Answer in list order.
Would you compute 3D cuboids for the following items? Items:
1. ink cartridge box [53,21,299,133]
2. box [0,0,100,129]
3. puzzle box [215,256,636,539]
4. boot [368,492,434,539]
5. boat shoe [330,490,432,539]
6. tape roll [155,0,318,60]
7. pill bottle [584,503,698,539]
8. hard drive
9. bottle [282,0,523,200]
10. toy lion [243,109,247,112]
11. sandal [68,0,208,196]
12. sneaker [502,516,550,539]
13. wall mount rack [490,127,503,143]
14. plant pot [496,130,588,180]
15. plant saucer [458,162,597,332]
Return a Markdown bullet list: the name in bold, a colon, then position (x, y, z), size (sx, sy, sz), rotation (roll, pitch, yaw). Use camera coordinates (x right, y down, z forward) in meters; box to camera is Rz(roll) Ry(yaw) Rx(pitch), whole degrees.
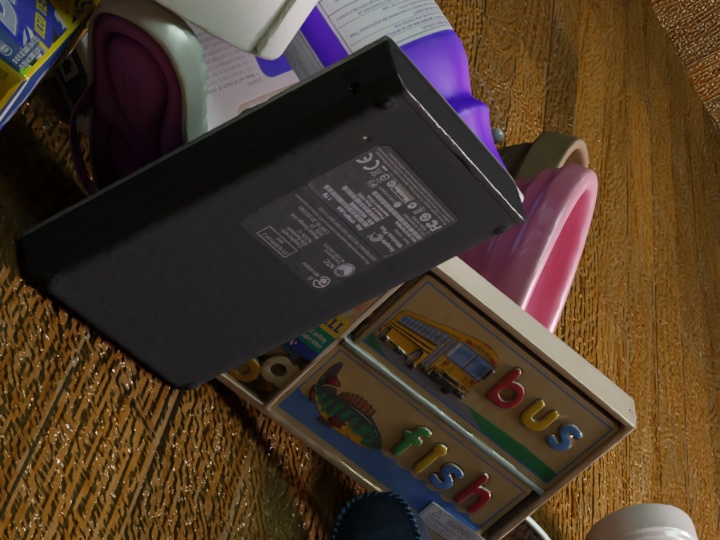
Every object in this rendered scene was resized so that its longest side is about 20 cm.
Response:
- **ink cartridge box**: position (-0.084, -0.148, 1.165), size (0.197, 0.043, 0.201), rotation (-25, 89, -38)
- **box**: position (-0.165, -0.113, 0.980), size (0.070, 0.064, 0.200), rotation (38, 23, -8)
- **puzzle box**: position (0.031, 0.058, 1.141), size (0.199, 0.133, 0.026), rotation (37, 26, -20)
- **boot**: position (0.044, 0.207, 1.171), size (0.182, 0.072, 0.202), rotation (36, 36, -62)
- **boat shoe**: position (0.012, 0.181, 1.086), size (0.201, 0.083, 0.069), rotation (-98, 167, -49)
- **tape roll**: position (-0.099, -0.184, 1.019), size (0.202, 0.071, 0.203), rotation (36, 9, -7)
- **pill bottle**: position (0.211, 0.265, 1.507), size (0.112, 0.112, 0.201), rotation (48, 24, -43)
- **hard drive**: position (-0.039, -0.019, 1.020), size (0.140, 0.199, 0.033), rotation (42, 26, -51)
- **bottle**: position (0.012, -0.106, 1.126), size (0.083, 0.065, 0.201), rotation (-25, 77, -36)
- **toy lion**: position (-0.081, -0.147, 1.322), size (0.200, 0.068, 0.192), rotation (53, 14, -31)
- **sandal**: position (-0.108, -0.049, 1.031), size (0.050, 0.082, 0.204), rotation (-46, 151, -31)
- **sneaker**: position (0.101, 0.213, 1.365), size (0.201, 0.073, 0.085), rotation (55, -8, -17)
- **wall mount rack**: position (0.007, -0.137, 1.457), size (0.201, 0.074, 0.174), rotation (55, -6, -28)
- **plant pot**: position (0.081, -0.001, 1.459), size (0.201, 0.092, 0.203), rotation (15, 90, -76)
- **plant saucer**: position (0.079, 0.028, 1.265), size (0.050, 0.202, 0.200), rotation (22, 14, 11)
